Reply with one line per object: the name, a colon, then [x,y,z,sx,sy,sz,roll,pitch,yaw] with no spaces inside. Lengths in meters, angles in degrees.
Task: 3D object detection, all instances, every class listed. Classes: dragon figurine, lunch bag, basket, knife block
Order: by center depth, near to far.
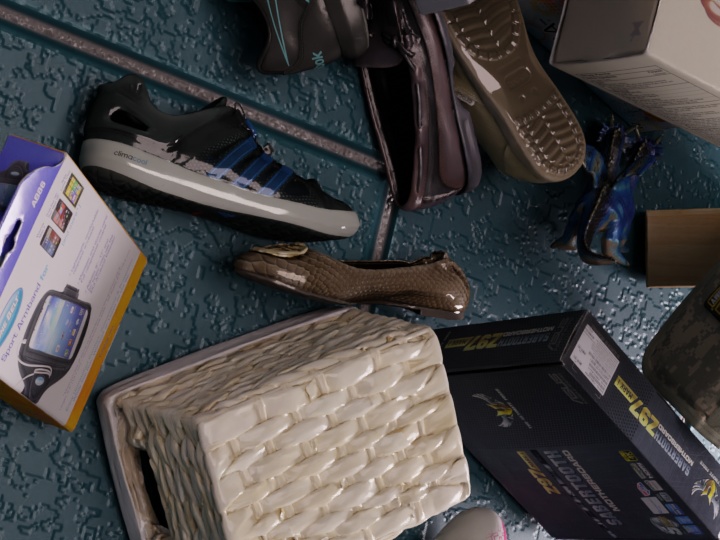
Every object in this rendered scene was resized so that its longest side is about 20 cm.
basket: [-0.043,0.112,0.982,0.200,0.123,0.136,-20,102,-34]
lunch bag: [0.291,0.042,1.112,0.118,0.200,0.164,42,99,6]
dragon figurine: [0.182,-0.060,1.140,0.200,0.059,0.099,-28,130,-70]
knife block: [0.348,-0.020,1.224,0.200,0.176,0.064,-1,89,-34]

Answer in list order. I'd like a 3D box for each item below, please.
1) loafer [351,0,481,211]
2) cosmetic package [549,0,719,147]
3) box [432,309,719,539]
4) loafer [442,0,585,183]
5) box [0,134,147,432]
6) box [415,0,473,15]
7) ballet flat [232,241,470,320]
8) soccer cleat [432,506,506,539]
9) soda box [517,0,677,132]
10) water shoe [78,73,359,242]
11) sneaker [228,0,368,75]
loafer: [0.026,-0.136,1.068,0.063,0.072,0.200,-29,109,-27]
cosmetic package: [0.248,-0.157,1.117,0.200,0.103,0.087,19,82,-35]
box: [0.147,0.115,1.092,0.200,0.158,0.051,48,57,-25]
loafer: [0.085,-0.146,1.111,0.076,0.068,0.200,-26,88,-34]
box: [-0.181,0.009,0.863,0.200,0.041,0.119,67,43,-69]
box: [0.073,-0.274,1.007,0.200,0.041,0.156,-45,121,-49]
ballet flat: [0.000,0.000,1.046,0.200,0.067,0.046,9,97,-39]
soccer cleat: [0.036,0.244,1.067,0.086,0.070,0.200,37,70,-29]
soda box: [0.185,-0.187,1.177,0.200,0.068,0.064,37,69,-29]
water shoe: [-0.080,-0.071,0.991,0.200,0.071,0.079,15,79,-34]
sneaker: [-0.064,-0.221,1.002,0.079,0.075,0.200,-23,88,-2]
